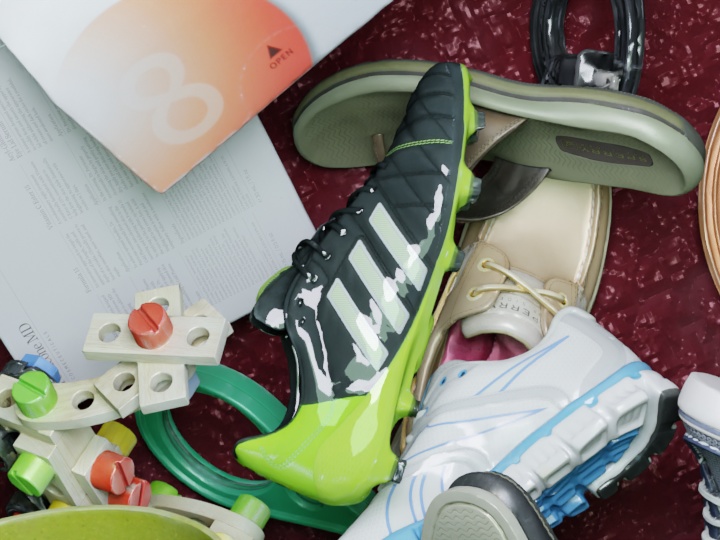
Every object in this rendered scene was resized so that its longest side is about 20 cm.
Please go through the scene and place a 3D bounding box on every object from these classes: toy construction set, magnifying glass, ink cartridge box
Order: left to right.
[{"bbox_3d":[-0.101,0.094,1.251,0.131,0.200,0.092,18,46,28],"label":"toy construction set"},{"bbox_3d":[-0.084,-0.143,1.122,0.162,0.050,0.200,-39,133,10],"label":"ink cartridge box"},{"bbox_3d":[-0.015,0.103,1.288,0.200,0.080,0.022,30,50,11],"label":"magnifying glass"}]

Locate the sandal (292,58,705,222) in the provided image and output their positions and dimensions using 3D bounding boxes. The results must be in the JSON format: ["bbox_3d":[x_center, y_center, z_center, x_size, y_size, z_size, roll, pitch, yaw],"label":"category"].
[{"bbox_3d":[0.055,-0.052,1.263,0.201,0.080,0.057,7,69,28],"label":"sandal"}]

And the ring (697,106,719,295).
[{"bbox_3d":[0.260,-0.033,1.336,0.200,0.019,0.201,0,91,-3],"label":"ring"}]

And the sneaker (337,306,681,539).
[{"bbox_3d":[0.042,0.090,1.240,0.200,0.075,0.087,-34,58,-6],"label":"sneaker"}]

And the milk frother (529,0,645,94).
[{"bbox_3d":[0.039,-0.164,1.247,0.188,0.181,0.200,0,85,-5],"label":"milk frother"}]

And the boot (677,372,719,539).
[{"bbox_3d":[0.181,0.107,1.253,0.073,0.200,0.090,26,91,31],"label":"boot"}]

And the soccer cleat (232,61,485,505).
[{"bbox_3d":[0.000,0.000,1.199,0.081,0.068,0.200,16,81,-2],"label":"soccer cleat"}]

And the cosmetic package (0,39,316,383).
[{"bbox_3d":[-0.118,-0.044,1.249,0.151,0.052,0.200,-29,132,-4],"label":"cosmetic package"}]

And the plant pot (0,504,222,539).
[{"bbox_3d":[-0.123,0.229,1.165,0.187,0.187,0.200,-13,111,-2],"label":"plant pot"}]

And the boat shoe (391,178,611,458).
[{"bbox_3d":[0.069,0.029,1.303,0.074,0.069,0.200,19,90,-2],"label":"boat shoe"}]

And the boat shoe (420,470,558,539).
[{"bbox_3d":[0.084,0.155,1.211,0.068,0.072,0.200,-53,131,-33],"label":"boat shoe"}]
